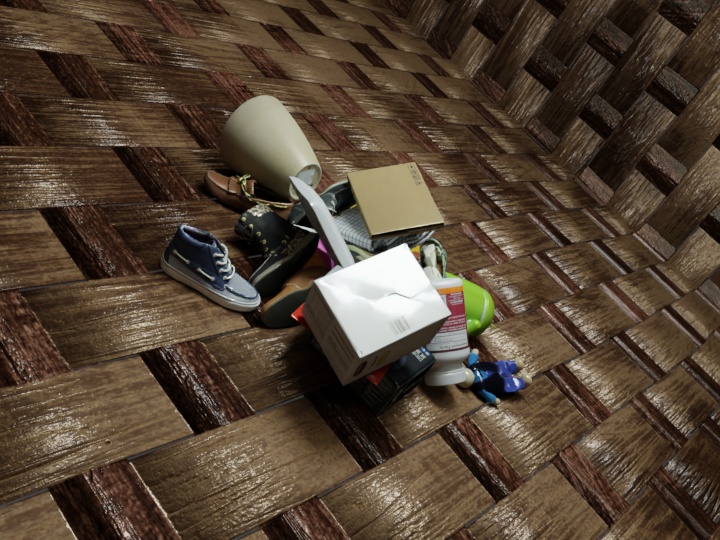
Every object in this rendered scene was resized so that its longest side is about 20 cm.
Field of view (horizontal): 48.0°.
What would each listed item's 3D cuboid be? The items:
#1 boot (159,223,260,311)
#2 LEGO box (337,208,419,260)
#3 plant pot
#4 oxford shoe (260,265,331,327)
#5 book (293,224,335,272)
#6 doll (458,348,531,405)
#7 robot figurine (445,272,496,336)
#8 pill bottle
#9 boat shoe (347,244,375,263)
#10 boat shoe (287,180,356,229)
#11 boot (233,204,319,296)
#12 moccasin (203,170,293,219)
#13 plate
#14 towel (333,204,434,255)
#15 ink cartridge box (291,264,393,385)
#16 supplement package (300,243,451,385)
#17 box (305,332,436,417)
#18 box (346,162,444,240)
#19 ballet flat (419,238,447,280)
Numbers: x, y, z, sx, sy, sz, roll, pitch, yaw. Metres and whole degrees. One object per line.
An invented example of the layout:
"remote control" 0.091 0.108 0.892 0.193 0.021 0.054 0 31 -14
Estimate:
"boot" -0.257 -0.003 1.459 0.197 0.091 0.073 26 29 -18
"LEGO box" 0.041 -0.084 1.921 0.197 0.078 0.150 29 29 -11
"plant pot" -0.182 -0.252 1.788 0.200 0.189 0.185 43 29 28
"oxford shoe" -0.129 0.047 1.545 0.070 0.073 0.199 27 37 28
"book" -0.094 -0.010 1.699 0.132 0.048 0.202 5 43 -45
"doll" 0.279 0.227 1.748 0.197 0.049 0.138 0 53 -39
"robot figurine" 0.220 0.078 1.834 0.197 0.117 0.177 22 26 -25
"pill bottle" 0.159 0.122 1.620 0.112 0.111 0.205 -8 93 -52
"boat shoe" 0.001 0.001 1.642 0.199 0.066 0.072 19 -31 53
"boat shoe" -0.072 -0.135 1.779 0.068 0.197 0.072 -106 171 -49
"boot" -0.191 -0.045 1.601 0.149 0.074 0.200 33 52 17
"moccasin" -0.240 -0.166 1.731 0.198 0.078 0.074 27 32 -6
"plate" -0.069 -0.084 1.604 0.202 0.032 0.200 63 -6 -26
"towel" 0.049 -0.088 1.750 0.199 0.087 0.164 -34 36 -31
"ink cartridge box" -0.008 0.093 1.463 0.199 0.044 0.174 38 29 5
"supplement package" 0.025 0.074 1.393 0.197 0.111 0.157 -22 69 -29
"box" 0.022 0.152 1.538 0.200 0.087 0.163 44 30 15
"box" 0.070 -0.149 1.705 0.160 0.022 0.202 -10 48 -12
"ballet flat" 0.151 0.004 1.744 0.073 0.075 0.202 25 35 -17
